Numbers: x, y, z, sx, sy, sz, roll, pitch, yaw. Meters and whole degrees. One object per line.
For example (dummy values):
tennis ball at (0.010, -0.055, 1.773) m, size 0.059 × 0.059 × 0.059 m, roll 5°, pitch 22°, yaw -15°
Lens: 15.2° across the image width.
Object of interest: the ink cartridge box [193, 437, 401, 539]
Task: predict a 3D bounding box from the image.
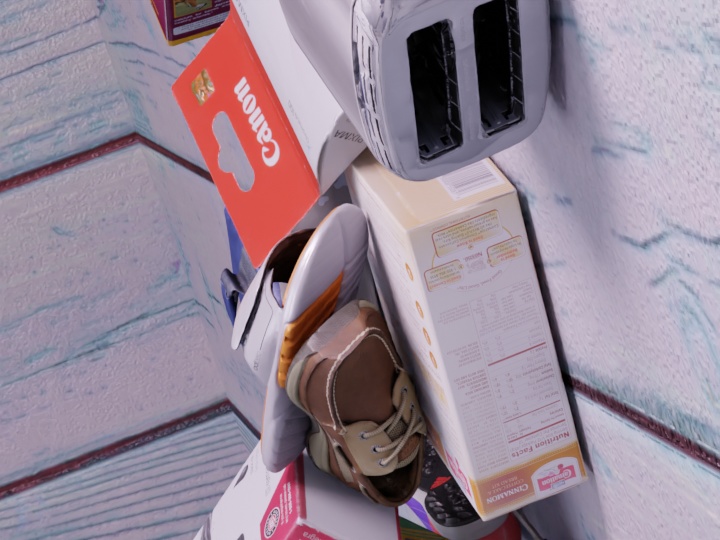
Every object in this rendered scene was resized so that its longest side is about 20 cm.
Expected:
ink cartridge box at (-0.058, 0.208, 1.763) m, size 0.200 × 0.083 × 0.146 m, roll -56°, pitch 20°, yaw 24°

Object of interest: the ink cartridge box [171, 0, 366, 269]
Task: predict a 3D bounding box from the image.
ink cartridge box at (-0.045, -0.127, 1.612) m, size 0.057 × 0.200 × 0.163 m, roll 18°, pitch -143°, yaw -46°

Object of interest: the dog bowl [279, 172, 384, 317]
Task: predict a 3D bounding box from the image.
dog bowl at (0.000, 0.000, 1.765) m, size 0.200 × 0.058 × 0.201 m, roll -9°, pitch -90°, yaw -75°

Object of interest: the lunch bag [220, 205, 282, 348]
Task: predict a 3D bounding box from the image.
lunch bag at (-0.034, 0.019, 2.002) m, size 0.200 × 0.132 × 0.136 m, roll 83°, pitch 164°, yaw -59°

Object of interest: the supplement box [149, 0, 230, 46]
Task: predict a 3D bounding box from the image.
supplement box at (-0.101, -0.248, 1.885) m, size 0.200 × 0.110 × 0.086 m, roll 97°, pitch 152°, yaw -71°

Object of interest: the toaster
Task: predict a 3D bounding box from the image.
toaster at (0.025, -0.136, 1.338) m, size 0.201 × 0.113 × 0.130 m, roll 84°, pitch 161°, yaw -52°

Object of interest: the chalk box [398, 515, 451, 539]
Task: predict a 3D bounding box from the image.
chalk box at (0.069, 0.269, 1.790) m, size 0.199 × 0.125 × 0.124 m, roll 27°, pitch -161°, yaw -20°

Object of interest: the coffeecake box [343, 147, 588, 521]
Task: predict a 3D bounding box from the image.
coffeecake box at (0.059, 0.022, 1.613) m, size 0.154 × 0.073 × 0.201 m, roll -126°, pitch 18°, yaw -61°

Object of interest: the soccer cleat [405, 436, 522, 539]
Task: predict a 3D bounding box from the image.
soccer cleat at (0.069, 0.172, 1.943) m, size 0.073 × 0.068 × 0.200 m, roll 64°, pitch 172°, yaw -18°

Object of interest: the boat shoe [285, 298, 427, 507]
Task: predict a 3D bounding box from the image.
boat shoe at (0.009, 0.085, 1.631) m, size 0.074 × 0.076 × 0.200 m, roll 41°, pitch 166°, yaw 21°

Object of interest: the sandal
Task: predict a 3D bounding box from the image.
sandal at (-0.049, 0.039, 1.635) m, size 0.059 × 0.079 × 0.207 m, roll 31°, pitch 134°, yaw 19°

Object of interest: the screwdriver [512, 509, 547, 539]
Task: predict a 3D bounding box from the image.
screwdriver at (0.112, 0.175, 1.766) m, size 0.200 × 0.029 × 0.028 m, roll -139°, pitch 30°, yaw -63°
